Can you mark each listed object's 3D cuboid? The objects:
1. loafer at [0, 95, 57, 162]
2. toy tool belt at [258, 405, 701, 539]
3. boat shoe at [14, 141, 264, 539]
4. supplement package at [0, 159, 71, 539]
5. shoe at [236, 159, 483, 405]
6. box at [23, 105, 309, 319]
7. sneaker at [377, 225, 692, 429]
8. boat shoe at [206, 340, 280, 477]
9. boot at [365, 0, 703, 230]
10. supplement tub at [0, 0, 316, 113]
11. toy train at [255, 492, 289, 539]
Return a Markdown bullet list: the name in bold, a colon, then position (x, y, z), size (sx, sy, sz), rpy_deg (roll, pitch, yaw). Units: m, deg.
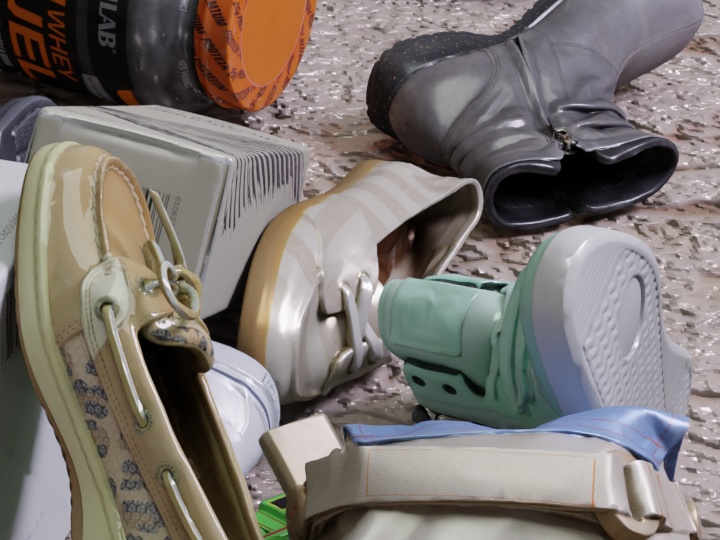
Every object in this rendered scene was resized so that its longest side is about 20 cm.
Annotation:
- **loafer**: position (-0.191, -0.023, 1.191), size (0.063, 0.072, 0.200), rpy_deg (-6, 16, 24)
- **toy tool belt**: position (0.069, 0.090, 0.935), size (0.199, 0.125, 0.123), rpy_deg (-1, 40, -10)
- **boat shoe**: position (-0.064, 0.048, 0.904), size (0.062, 0.201, 0.073), rpy_deg (-19, -15, 19)
- **supplement package**: position (-0.214, 0.047, 0.949), size (0.199, 0.151, 0.152), rpy_deg (9, 29, 10)
- **shoe**: position (0.000, 0.000, 1.152), size (0.053, 0.070, 0.200), rpy_deg (5, 25, 19)
- **box**: position (-0.078, -0.026, 1.111), size (0.082, 0.069, 0.200), rpy_deg (15, 6, 5)
- **sneaker**: position (0.053, 0.028, 1.030), size (0.118, 0.074, 0.200), rpy_deg (12, -14, 16)
- **boat shoe**: position (-0.131, 0.042, 1.052), size (0.199, 0.074, 0.067), rpy_deg (9, 25, 8)
- **boot**: position (0.114, -0.078, 1.334), size (0.199, 0.070, 0.132), rpy_deg (-24, 41, -24)
- **supplement tub**: position (-0.129, -0.148, 1.357), size (0.199, 0.123, 0.123), rpy_deg (15, 30, 22)
- **toy train**: position (-0.023, 0.104, 0.990), size (0.199, 0.042, 0.056), rpy_deg (-18, 25, -35)
